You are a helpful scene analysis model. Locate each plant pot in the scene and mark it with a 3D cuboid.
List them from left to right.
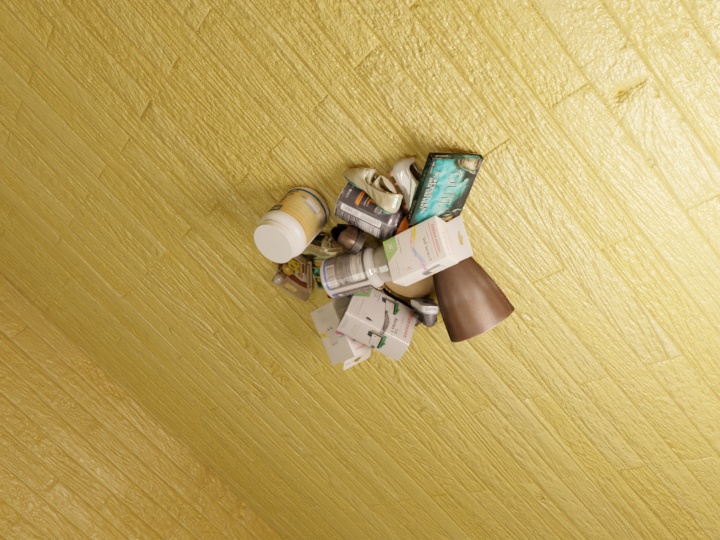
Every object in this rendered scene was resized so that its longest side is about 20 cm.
[{"bbox_3d":[0.270,0.053,1.507,0.186,0.187,0.201,-26,94,43],"label":"plant pot"}]

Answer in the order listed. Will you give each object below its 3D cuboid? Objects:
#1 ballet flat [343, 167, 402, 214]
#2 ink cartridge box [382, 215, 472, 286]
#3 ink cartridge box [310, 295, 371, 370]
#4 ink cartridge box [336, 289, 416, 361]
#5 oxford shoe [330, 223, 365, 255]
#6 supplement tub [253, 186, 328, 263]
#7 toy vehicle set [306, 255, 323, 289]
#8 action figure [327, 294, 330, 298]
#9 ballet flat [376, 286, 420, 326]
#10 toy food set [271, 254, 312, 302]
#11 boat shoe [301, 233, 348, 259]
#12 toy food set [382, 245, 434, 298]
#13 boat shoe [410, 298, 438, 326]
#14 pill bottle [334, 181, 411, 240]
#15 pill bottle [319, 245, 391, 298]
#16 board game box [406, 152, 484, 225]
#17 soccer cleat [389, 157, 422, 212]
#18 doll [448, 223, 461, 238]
[{"bbox_3d":[0.034,-0.221,1.464,0.200,0.069,0.070,44,142,29],"label":"ballet flat"},{"bbox_3d":[0.162,-0.054,1.420,0.199,0.118,0.067,-26,155,27],"label":"ink cartridge box"},{"bbox_3d":[-0.035,0.182,1.738,0.125,0.128,0.201,-30,83,49],"label":"ink cartridge box"},{"bbox_3d":[0.051,0.141,1.630,0.199,0.147,0.085,27,130,-4],"label":"ink cartridge box"},{"bbox_3d":[-0.038,-0.102,1.562,0.084,0.200,0.073,30,95,-10],"label":"oxford shoe"},{"bbox_3d":[-0.191,-0.127,1.609,0.144,0.200,0.146,17,132,19],"label":"supplement tub"},{"bbox_3d":[-0.062,0.006,1.764,0.199,0.027,0.125,2,126,30],"label":"toy vehicle set"},{"bbox_3d":[-0.052,0.022,1.714,0.065,0.052,0.200,40,129,3],"label":"action figure"},{"bbox_3d":[0.106,0.092,1.709,0.199,0.067,0.046,37,115,-4],"label":"ballet flat"},{"bbox_3d":[-0.225,0.003,1.811,0.143,0.060,0.201,30,146,17],"label":"toy food set"},{"bbox_3d":[-0.118,-0.083,1.696,0.199,0.073,0.063,10,135,35],"label":"boat shoe"},{"bbox_3d":[0.136,-0.002,1.619,0.197,0.049,0.201,2,126,30],"label":"toy food set"},{"bbox_3d":[0.180,0.117,1.595,0.069,0.200,0.067,2,94,-5],"label":"boat shoe"},{"bbox_3d":[0.039,-0.148,1.518,0.199,0.106,0.107,27,135,9],"label":"pill bottle"},{"bbox_3d":[0.000,0.000,1.572,0.199,0.114,0.114,-15,118,24],"label":"pill bottle"},{"bbox_3d":[0.199,-0.192,1.380,0.134,0.028,0.201,-3,138,-19],"label":"board game box"},{"bbox_3d":[0.144,-0.188,1.450,0.077,0.069,0.201,-16,115,31],"label":"soccer cleat"},{"bbox_3d":[0.182,-0.050,1.480,0.200,0.137,0.048,-37,130,24],"label":"doll"}]
